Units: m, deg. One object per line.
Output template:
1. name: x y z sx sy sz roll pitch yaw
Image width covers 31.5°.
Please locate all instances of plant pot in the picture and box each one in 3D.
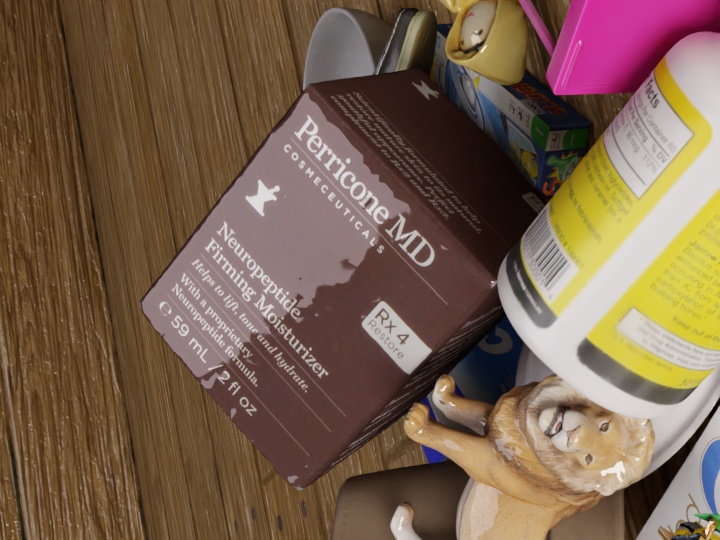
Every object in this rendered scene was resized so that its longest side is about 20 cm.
1. plant pot: 0.069 0.197 0.807 0.200 0.174 0.201 4 -90 -85

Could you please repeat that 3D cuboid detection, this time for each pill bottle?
1. pill bottle: 0.163 -0.036 0.593 0.200 0.114 0.115 -53 42 29

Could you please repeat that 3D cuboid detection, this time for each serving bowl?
1. serving bowl: 0.011 -0.131 1.120 0.200 0.065 0.201 173 90 -70

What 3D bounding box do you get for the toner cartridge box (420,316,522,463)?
1. toner cartridge box: 0.070 0.057 0.977 0.043 0.094 0.201 107 149 -47

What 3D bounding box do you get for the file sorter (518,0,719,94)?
1. file sorter: 0.159 -0.201 0.597 0.201 0.138 0.126 105 154 -45

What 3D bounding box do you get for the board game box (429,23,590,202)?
1. board game box: 0.097 -0.086 0.944 0.200 0.034 0.136 -126 36 -54

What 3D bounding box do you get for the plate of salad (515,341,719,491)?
1. plate of salad: 0.160 0.038 0.737 0.200 0.048 0.201 -46 29 35

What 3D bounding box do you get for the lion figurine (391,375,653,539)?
1. lion figurine: 0.074 0.136 0.685 0.122 0.072 0.201 24 115 19

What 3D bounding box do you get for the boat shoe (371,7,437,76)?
1. boat shoe: 0.003 -0.112 0.982 0.072 0.066 0.202 -45 -23 -57

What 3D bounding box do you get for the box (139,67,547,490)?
1. box: 0.000 0.000 0.829 0.166 0.164 0.200 47 118 11

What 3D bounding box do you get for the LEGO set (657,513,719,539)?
1. LEGO set: 0.195 0.193 0.622 0.153 0.116 0.201 22 130 26

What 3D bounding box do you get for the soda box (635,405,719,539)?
1. soda box: 0.208 0.128 0.671 0.201 0.063 0.068 104 151 -45

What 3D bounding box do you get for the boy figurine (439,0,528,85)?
1. boy figurine: 0.078 -0.227 0.884 0.124 0.064 0.201 -6 85 44
